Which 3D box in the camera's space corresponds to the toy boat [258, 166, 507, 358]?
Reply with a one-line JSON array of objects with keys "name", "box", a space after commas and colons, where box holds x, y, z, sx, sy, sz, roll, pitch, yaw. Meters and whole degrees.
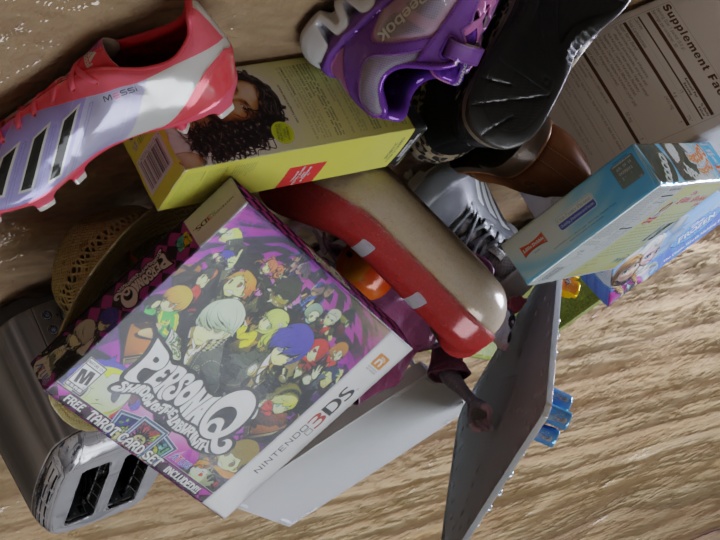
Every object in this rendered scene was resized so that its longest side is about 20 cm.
[{"name": "toy boat", "box": [0.000, 0.000, 1.566, 0.131, 0.200, 0.131, -45, -167, 3]}]

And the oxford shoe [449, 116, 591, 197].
[{"name": "oxford shoe", "box": [0.114, -0.082, 1.584, 0.072, 0.071, 0.200, -56, -165, 5]}]

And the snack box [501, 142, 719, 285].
[{"name": "snack box", "box": [0.183, -0.042, 1.544, 0.116, 0.037, 0.200, -38, 169, 21]}]

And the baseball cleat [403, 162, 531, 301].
[{"name": "baseball cleat", "box": [0.097, -0.031, 1.750, 0.070, 0.106, 0.200, -46, 162, 7]}]

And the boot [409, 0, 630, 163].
[{"name": "boot", "box": [0.108, -0.158, 1.500, 0.201, 0.073, 0.150, -61, -167, -16]}]

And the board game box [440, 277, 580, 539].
[{"name": "board game box", "box": [0.119, 0.115, 1.739, 0.026, 0.201, 0.201, 22, 127, -8]}]

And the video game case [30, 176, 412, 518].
[{"name": "video game case", "box": [-0.088, 0.056, 1.461, 0.181, 0.036, 0.200, -42, 133, 6]}]

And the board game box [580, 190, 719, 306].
[{"name": "board game box", "box": [0.276, -0.084, 1.871, 0.199, 0.043, 0.200, -36, 154, -15]}]

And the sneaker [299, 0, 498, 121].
[{"name": "sneaker", "box": [0.058, -0.167, 1.408, 0.200, 0.089, 0.080, -39, 156, 21]}]

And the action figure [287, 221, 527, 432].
[{"name": "action figure", "box": [0.042, 0.040, 1.719, 0.199, 0.149, 0.135, -5, 119, -40]}]

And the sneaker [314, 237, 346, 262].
[{"name": "sneaker", "box": [-0.040, 0.043, 1.759, 0.198, 0.094, 0.070, -24, 159, -14]}]

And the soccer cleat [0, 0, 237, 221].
[{"name": "soccer cleat", "box": [-0.169, -0.097, 1.331, 0.199, 0.067, 0.077, -24, 128, 1]}]

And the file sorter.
[{"name": "file sorter", "box": [-0.031, 0.104, 1.871, 0.199, 0.125, 0.139, -33, 158, 10]}]

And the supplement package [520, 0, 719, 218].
[{"name": "supplement package", "box": [0.216, -0.119, 1.679, 0.199, 0.120, 0.122, -23, 158, -15]}]

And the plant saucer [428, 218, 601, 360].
[{"name": "plant saucer", "box": [0.163, 0.005, 2.004, 0.199, 0.048, 0.199, -37, 158, 21]}]

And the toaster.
[{"name": "toaster", "box": [-0.212, 0.105, 1.631, 0.113, 0.130, 0.200, -17, 157, -27]}]

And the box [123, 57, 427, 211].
[{"name": "box", "box": [-0.056, -0.095, 1.447, 0.199, 0.076, 0.050, -14, 155, -38]}]

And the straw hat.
[{"name": "straw hat", "box": [-0.162, 0.003, 1.506, 0.200, 0.085, 0.202, -35, 146, -29]}]
